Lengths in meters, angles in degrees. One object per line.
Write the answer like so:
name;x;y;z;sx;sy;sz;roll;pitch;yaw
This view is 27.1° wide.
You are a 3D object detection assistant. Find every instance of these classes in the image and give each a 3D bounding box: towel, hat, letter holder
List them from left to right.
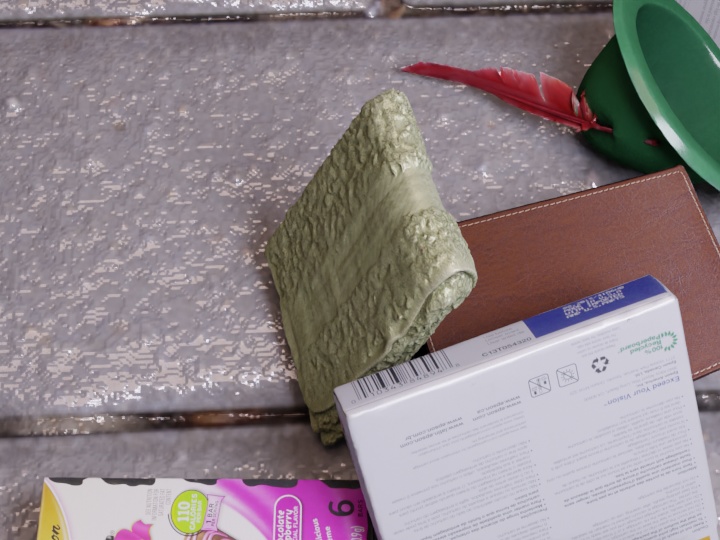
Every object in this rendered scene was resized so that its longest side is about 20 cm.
towel;0.000;0.000;0.913;0.036;0.200;0.150;-2;58;-29
letter holder;0.131;0.040;0.944;0.198;0.101;0.143;-15;62;-10
hat;0.168;-0.092;1.062;0.165;0.176;0.202;11;53;-46

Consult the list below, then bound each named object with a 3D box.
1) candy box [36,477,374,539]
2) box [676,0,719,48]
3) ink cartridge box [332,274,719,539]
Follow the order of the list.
candy box;-0.090;0.193;0.869;0.197;0.061;0.138;0;60;-1
box;0.334;-0.213;1.098;0.199;0.098;0.125;28;62;15
ink cartridge box;0.102;0.126;0.857;0.194;0.202;0.043;-19;25;-7
